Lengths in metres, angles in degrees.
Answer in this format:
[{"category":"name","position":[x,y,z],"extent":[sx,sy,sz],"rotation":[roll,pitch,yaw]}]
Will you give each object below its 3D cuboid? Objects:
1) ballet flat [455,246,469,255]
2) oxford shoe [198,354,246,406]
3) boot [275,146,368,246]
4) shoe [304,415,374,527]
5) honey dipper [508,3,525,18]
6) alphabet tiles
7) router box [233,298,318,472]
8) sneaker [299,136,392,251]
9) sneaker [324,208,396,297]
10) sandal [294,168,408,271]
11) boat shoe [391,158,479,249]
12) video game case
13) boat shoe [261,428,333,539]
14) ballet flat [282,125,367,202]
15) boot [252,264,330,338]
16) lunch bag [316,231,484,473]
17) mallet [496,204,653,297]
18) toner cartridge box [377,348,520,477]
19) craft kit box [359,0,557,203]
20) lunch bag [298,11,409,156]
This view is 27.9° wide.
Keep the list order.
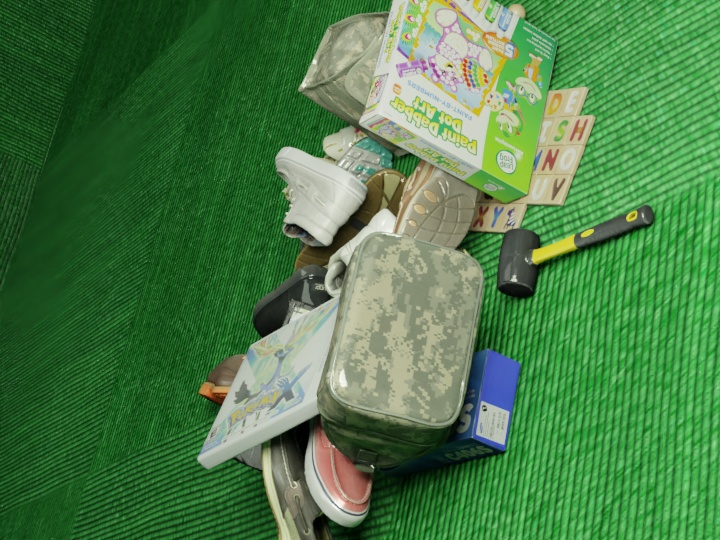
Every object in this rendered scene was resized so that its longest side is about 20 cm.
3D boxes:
[{"category":"ballet flat","position":[0.087,-0.019,1.615],"extent":[0.046,0.068,0.200],"rotation":[-24,17,-17]},{"category":"oxford shoe","position":[-0.159,0.145,1.934],"extent":[0.200,0.071,0.073],"rotation":[-2,61,63]},{"category":"boot","position":[-0.072,-0.088,1.776],"extent":[0.096,0.073,0.200],"rotation":[-55,28,-6]},{"category":"shoe","position":[-0.007,0.164,1.503],"extent":[0.091,0.071,0.201],"rotation":[-53,25,31]},{"category":"honey dipper","position":[0.158,-0.219,1.659],"extent":[0.038,0.038,0.201],"rotation":[-19,48,58]},{"category":"alphabet tiles","position":[0.179,-0.118,1.567],"extent":[0.200,0.008,0.168],"rotation":[7,74,65]},{"category":"router box","position":[-0.047,0.148,1.652],"extent":[0.149,0.051,0.201],"rotation":[17,82,36]},{"category":"sneaker","position":[-0.029,-0.088,1.881],"extent":[0.201,0.077,0.091],"rotation":[-61,21,7]},{"category":"sneaker","position":[0.000,0.000,1.641],"extent":[0.099,0.078,0.200],"rotation":[-32,-17,-13]},{"category":"sandal","position":[-0.004,-0.054,1.801],"extent":[0.200,0.080,0.054],"rotation":[-50,13,27]},{"category":"boat shoe","position":[0.080,-0.075,1.556],"extent":[0.072,0.076,0.200],"rotation":[-19,33,53]},{"category":"video game case","position":[-0.079,0.112,1.560],"extent":[0.200,0.022,0.183],"rotation":[-31,25,38]},{"category":"boat shoe","position":[-0.058,0.256,1.560],"extent":[0.066,0.072,0.202],"rotation":[-11,89,17]},{"category":"ballet flat","position":[-0.036,-0.143,1.954],"extent":[0.200,0.064,0.076],"rotation":[-48,29,32]},{"category":"boot","position":[-0.080,0.118,1.796],"extent":[0.165,0.065,0.201],"rotation":[-49,42,50]},{"category":"lunch bag","position":[0.033,0.082,1.421],"extent":[0.168,0.139,0.201],"rotation":[117,166,-63]},{"category":"mallet","position":[0.207,-0.036,1.409],"extent":[0.200,0.041,0.066],"rotation":[-31,45,45]},{"category":"toner cartridge box","position":[0.080,0.148,1.480],"extent":[0.200,0.043,0.095],"rotation":[-26,44,55]},{"category":"craft kit box","position":[0.108,-0.201,1.538],"extent":[0.048,0.199,0.199],"rotation":[-17,53,56]},{"category":"lunch bag","position":[0.047,-0.228,1.743],"extent":[0.200,0.164,0.118],"rotation":[-7,56,62]}]
